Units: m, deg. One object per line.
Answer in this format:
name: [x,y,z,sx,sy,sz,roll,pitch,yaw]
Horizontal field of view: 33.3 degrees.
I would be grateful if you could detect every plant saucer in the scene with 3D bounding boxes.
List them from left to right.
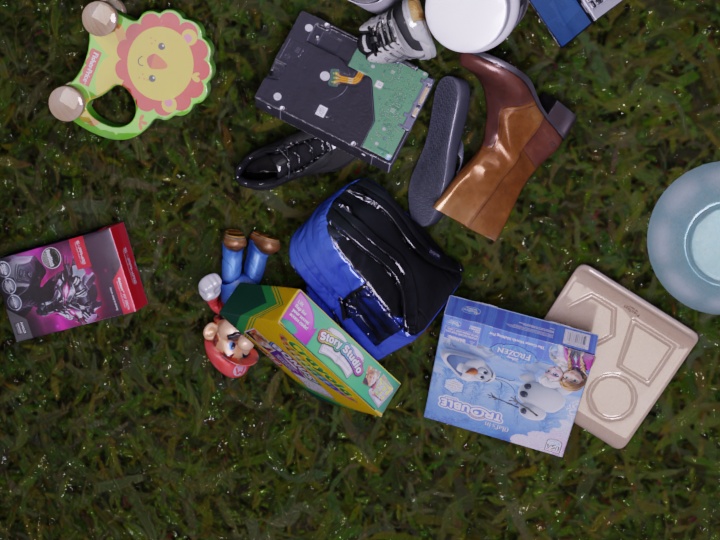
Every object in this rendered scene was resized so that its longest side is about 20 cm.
plant saucer: [0.468,-0.037,1.539,0.198,0.039,0.204,2,102,10]

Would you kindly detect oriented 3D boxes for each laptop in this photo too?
laptop: [0.258,-0.395,1.436,0.199,0.116,0.188,-35,95,2]

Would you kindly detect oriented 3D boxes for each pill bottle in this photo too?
pill bottle: [0.139,-0.325,1.447,0.112,0.200,0.116,4,109,13]

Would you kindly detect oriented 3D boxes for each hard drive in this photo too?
hard drive: [-0.020,-0.231,1.558,0.198,0.038,0.141,25,75,4]

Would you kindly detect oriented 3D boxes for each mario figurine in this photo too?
mario figurine: [-0.156,0.052,1.647,0.122,0.106,0.203,11,103,6]

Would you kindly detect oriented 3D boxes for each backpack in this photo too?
backpack: [0.000,0.000,1.570,0.167,0.163,0.201,-32,102,40]

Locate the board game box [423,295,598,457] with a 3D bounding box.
board game box: [0.194,0.142,1.586,0.197,0.044,0.201,15,133,9]

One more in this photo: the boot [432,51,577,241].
boot: [0.152,-0.162,1.528,0.187,0.069,0.201,32,98,-30]

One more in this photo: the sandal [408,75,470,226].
sandal: [0.112,-0.149,1.569,0.042,0.076,0.203,4,111,-32]

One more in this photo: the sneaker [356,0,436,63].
sneaker: [0.040,-0.280,1.461,0.086,0.200,0.077,-17,93,0]

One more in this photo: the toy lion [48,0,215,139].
toy lion: [-0.298,-0.265,1.628,0.190,0.069,0.202,26,107,-4]

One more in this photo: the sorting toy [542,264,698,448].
sorting toy: [0.321,0.114,1.608,0.184,0.036,0.201,31,111,3]

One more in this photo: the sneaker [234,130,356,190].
sneaker: [-0.077,-0.151,1.592,0.198,0.091,0.077,-24,96,14]

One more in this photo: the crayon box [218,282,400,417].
crayon box: [-0.068,0.102,1.574,0.200,0.172,0.059,44,72,-26]

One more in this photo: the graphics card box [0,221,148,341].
graphics card box: [-0.415,0.017,1.716,0.197,0.051,0.127,-13,100,14]

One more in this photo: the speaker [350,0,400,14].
speaker: [0.017,-0.356,1.465,0.080,0.200,0.083,1,98,8]
